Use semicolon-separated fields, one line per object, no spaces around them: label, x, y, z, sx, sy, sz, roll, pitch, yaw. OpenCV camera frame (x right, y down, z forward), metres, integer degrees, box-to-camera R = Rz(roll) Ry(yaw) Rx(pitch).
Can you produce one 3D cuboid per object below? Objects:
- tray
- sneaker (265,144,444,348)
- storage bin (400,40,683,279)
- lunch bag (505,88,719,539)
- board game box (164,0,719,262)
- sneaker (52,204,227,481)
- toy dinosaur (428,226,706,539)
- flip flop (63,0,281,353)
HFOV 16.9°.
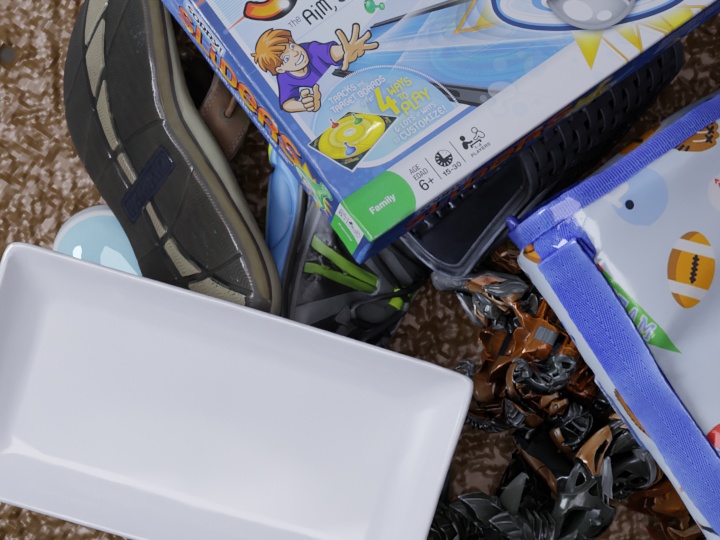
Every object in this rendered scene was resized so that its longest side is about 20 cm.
tray;-0.063;0.064;1.001;0.200;0.022;0.107;17;97;-3
sneaker;0.000;0.000;1.062;0.083;0.071;0.200;2;85;8
storage bin;0.019;-0.112;0.991;0.094;0.135;0.200;-41;84;-23
lunch bag;0.155;0.015;0.940;0.124;0.200;0.170;-35;89;41
board game box;0.040;-0.114;0.892;0.200;0.034;0.135;-36;83;-15
sneaker;-0.072;0.056;1.056;0.074;0.082;0.200;-34;87;-1
toy dinosaur;0.095;0.078;1.049;0.136;0.102;0.200;-41;80;-19
flip flop;-0.075;-0.053;1.060;0.081;0.058;0.200;-47;59;40
